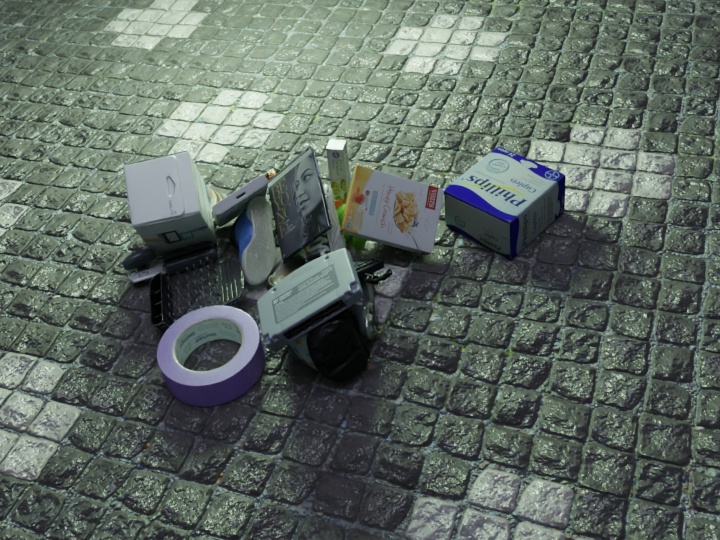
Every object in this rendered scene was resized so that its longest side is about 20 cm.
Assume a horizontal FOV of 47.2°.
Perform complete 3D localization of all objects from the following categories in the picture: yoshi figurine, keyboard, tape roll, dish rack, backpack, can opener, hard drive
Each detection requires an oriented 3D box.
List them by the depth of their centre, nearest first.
[{"bbox_3d":[-0.084,0.104,1.552,0.126,0.168,0.200,-30,41,-13],"label":"backpack"},{"bbox_3d":[-0.286,0.162,1.586,0.198,0.066,0.201,-4,43,4],"label":"tape roll"},{"bbox_3d":[0.000,0.000,1.623,0.126,0.021,0.200,14,16,21],"label":"keyboard"},{"bbox_3d":[-0.336,0.040,1.700,0.199,0.055,0.154,-25,44,7],"label":"dish rack"},{"bbox_3d":[0.013,-0.095,1.800,0.198,0.112,0.113,7,85,-3],"label":"yoshi figurine"},{"bbox_3d":[-0.416,-0.027,1.800,0.198,0.067,0.053,-18,45,-9],"label":"can opener"},{"bbox_3d":[-0.266,-0.152,1.821,0.131,0.200,0.026,-34,91,-9],"label":"hard drive"}]

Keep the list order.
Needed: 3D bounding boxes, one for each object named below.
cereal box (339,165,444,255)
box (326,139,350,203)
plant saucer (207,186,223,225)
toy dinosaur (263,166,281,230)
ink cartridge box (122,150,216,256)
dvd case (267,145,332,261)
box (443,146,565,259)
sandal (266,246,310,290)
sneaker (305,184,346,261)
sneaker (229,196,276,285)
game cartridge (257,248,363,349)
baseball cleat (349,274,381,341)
[{"bbox_3d":[0.068,-0.125,1.729,0.198,0.040,0.145,13,79,-10],"label":"cereal box"},{"bbox_3d":[-0.044,-0.192,1.812,0.041,0.201,0.039,5,42,12],"label":"box"},{"bbox_3d":[-0.420,-0.144,1.951,0.198,0.030,0.201,-5,43,4],"label":"plant saucer"},{"bbox_3d":[-0.158,-0.158,1.836,0.101,0.137,0.200,-16,36,-4],"label":"toy dinosaur"},{"bbox_3d":[-0.410,-0.141,1.789,0.145,0.200,0.148,-12,73,-3],"label":"ink cartridge box"},{"bbox_3d":[-0.131,-0.141,1.734,0.148,0.016,0.201,-34,57,35],"label":"dvd case"},{"bbox_3d":[0.311,-0.150,1.778,0.183,0.105,0.200,30,56,34],"label":"box"},{"bbox_3d":[-0.136,-0.031,1.765,0.081,0.055,0.200,22,52,28],"label":"sandal"},{"bbox_3d":[-0.070,-0.079,1.733,0.081,0.202,0.075,4,-7,-39],"label":"sneaker"},{"bbox_3d":[-0.238,-0.051,1.795,0.076,0.111,0.202,9,66,-28],"label":"sneaker"},{"bbox_3d":[-0.093,0.046,1.482,0.199,0.041,0.134,-31,44,11],"label":"game cartridge"},{"bbox_3d":[-0.015,0.074,1.639,0.106,0.070,0.201,-10,33,8],"label":"baseball cleat"}]
